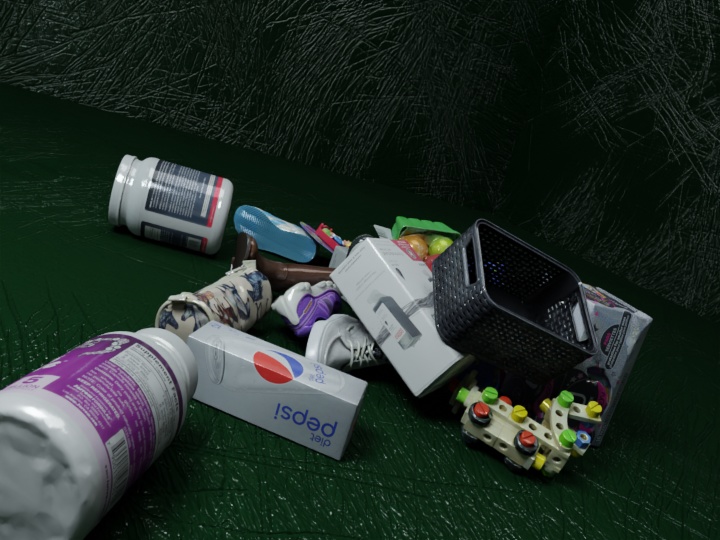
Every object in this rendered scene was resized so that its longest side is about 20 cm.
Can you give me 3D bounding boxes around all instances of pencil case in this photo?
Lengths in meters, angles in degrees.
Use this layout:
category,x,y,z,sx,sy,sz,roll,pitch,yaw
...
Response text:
category,x,y,z,sx,sy,sz,roll,pitch,yaw
pencil case,-0.183,0.049,0.792,0.076,0.092,0.200,-10,8,16
pencil case,0.171,0.083,0.909,0.084,0.206,0.078,0,5,-20

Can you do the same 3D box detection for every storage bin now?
category,x,y,z,sx,sy,sz,roll,pitch,yaw
storage bin,0.195,0.044,0.787,0.197,0.094,0.138,26,44,-24

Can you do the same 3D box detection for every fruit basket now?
category,x,y,z,sx,sy,sz,roll,pitch,yaw
fruit basket,0.127,-0.010,1.118,0.180,0.095,0.203,5,40,-24

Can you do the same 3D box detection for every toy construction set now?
category,x,y,z,sx,sy,sz,roll,pitch,yaw
toy construction set,0.194,0.183,0.775,0.196,0.094,0.131,17,37,27

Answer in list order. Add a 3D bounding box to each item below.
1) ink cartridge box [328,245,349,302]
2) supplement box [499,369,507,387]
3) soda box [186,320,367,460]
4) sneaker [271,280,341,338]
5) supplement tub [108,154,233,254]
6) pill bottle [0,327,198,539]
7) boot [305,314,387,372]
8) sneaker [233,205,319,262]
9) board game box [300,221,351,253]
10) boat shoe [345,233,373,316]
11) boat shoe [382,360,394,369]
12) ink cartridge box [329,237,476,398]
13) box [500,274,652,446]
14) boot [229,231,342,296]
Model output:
category,x,y,z,sx,sy,sz,roll,pitch,yaw
ink cartridge box,0.047,0.035,1.153,0.143,0.085,0.199,8,17,-38
supplement box,0.283,0.138,1.017,0.195,0.113,0.086,15,15,-12
soda box,-0.095,0.126,0.666,0.195,0.070,0.063,21,14,7
sneaker,-0.072,0.071,0.934,0.085,0.080,0.199,59,14,8
supplement tub,-0.338,-0.120,1.111,0.195,0.144,0.141,15,14,-15
pill bottle,-0.203,0.114,0.477,0.110,0.115,0.200,19,14,4
boot,-0.009,0.101,0.825,0.093,0.076,0.200,4,11,11
sneaker,-0.180,-0.075,1.311,0.196,0.078,0.081,28,8,4
board game box,-0.042,-0.057,1.322,0.199,0.039,0.158,38,5,-22
boat shoe,0.000,0.000,0.983,0.074,0.202,0.061,-11,56,-11
boat shoe,0.092,0.110,0.970,0.073,0.062,0.199,25,37,25
ink cartridge box,0.069,0.058,0.839,0.202,0.085,0.145,55,22,16
box,0.308,0.129,0.897,0.112,0.205,0.132,12,15,-19
boot,-0.105,-0.001,0.977,0.194,0.066,0.186,10,-16,-15
